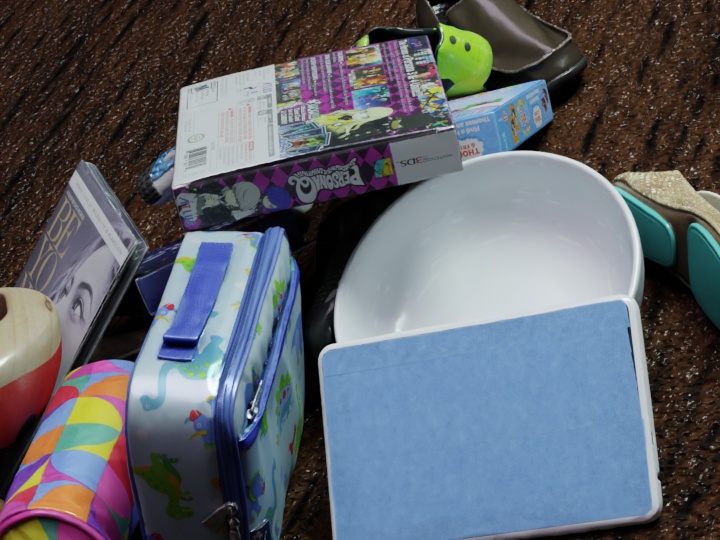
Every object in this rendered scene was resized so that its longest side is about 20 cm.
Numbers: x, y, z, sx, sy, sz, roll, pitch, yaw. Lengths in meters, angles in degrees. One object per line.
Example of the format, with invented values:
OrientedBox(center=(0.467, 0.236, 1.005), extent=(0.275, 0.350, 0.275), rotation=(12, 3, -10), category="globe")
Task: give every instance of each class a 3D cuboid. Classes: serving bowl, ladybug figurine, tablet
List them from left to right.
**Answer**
OrientedBox(center=(-0.251, 0.070, 1.315), extent=(0.135, 0.072, 0.200), rotation=(-23, 16, -3), category="ladybug figurine")
OrientedBox(center=(0.071, 0.092, 1.177), extent=(0.199, 0.014, 0.131), rotation=(-11, 76, 21), category="tablet")
OrientedBox(center=(0.087, 0.024, 1.268), extent=(0.199, 0.066, 0.201), rotation=(-14, 51, 18), category="serving bowl")

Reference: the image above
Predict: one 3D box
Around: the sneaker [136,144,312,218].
OrientedBox(center=(-0.075, -0.073, 1.490), extent=(0.199, 0.087, 0.075), rotation=(-26, 1, -41), category="sneaker")

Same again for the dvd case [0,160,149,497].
OrientedBox(center=(-0.216, 0.038, 1.403), extent=(0.201, 0.016, 0.149), rotation=(-60, 31, 12), category="dvd case")

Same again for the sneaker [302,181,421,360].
OrientedBox(center=(0.000, 0.000, 1.387), extent=(0.090, 0.067, 0.200), rotation=(-3, 33, 34), category="sneaker")

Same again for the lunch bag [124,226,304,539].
OrientedBox(center=(-0.083, 0.076, 1.226), extent=(0.082, 0.162, 0.201), rotation=(1, 34, 9), category="lunch bag")

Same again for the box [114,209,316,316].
OrientedBox(center=(-0.115, -0.005, 1.413), extent=(0.121, 0.033, 0.200), rotation=(-26, 9, -20), category="box")

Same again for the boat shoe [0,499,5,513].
OrientedBox(center=(-0.226, 0.181, 1.266), extent=(0.068, 0.072, 0.201), rotation=(-19, 41, -1), category="boat shoe")

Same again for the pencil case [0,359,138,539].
OrientedBox(center=(-0.165, 0.130, 1.244), extent=(0.088, 0.089, 0.200), rotation=(-14, 22, 15), category="pencil case")

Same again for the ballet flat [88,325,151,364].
OrientedBox(center=(-0.129, 0.067, 1.382), extent=(0.199, 0.067, 0.063), rotation=(-17, 48, 24), category="ballet flat")

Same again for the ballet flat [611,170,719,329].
OrientedBox(center=(0.222, -0.016, 1.265), extent=(0.065, 0.071, 0.200), rotation=(-16, 33, -16), category="ballet flat")

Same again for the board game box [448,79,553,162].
OrientedBox(center=(0.046, -0.093, 1.443), extent=(0.150, 0.037, 0.200), rotation=(-12, 9, 17), category="board game box")

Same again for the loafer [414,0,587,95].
OrientedBox(center=(0.097, -0.185, 1.585), extent=(0.073, 0.072, 0.200), rotation=(-36, 34, -20), category="loafer")

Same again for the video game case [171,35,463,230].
OrientedBox(center=(-0.032, -0.094, 1.332), extent=(0.180, 0.036, 0.200), rotation=(-13, 23, 1), category="video game case")

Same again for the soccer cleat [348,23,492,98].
OrientedBox(center=(0.009, -0.153, 1.561), extent=(0.199, 0.081, 0.068), rotation=(-11, 66, 39), category="soccer cleat")
